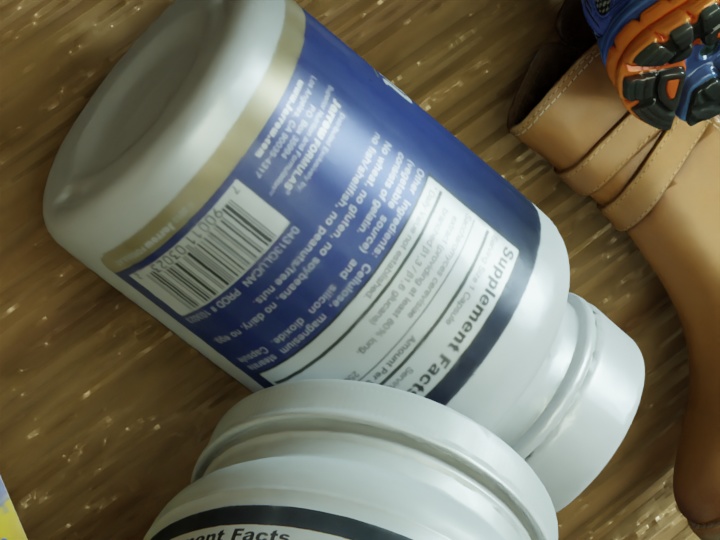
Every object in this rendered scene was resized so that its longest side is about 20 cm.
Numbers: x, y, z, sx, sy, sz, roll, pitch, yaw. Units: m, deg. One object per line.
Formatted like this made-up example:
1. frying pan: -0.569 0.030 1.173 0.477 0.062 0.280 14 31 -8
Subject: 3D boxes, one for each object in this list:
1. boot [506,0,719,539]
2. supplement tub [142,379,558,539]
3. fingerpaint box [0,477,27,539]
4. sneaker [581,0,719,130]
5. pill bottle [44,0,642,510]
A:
1. boot: 0.120 -0.016 0.987 0.155 0.077 0.201 29 81 -25
2. supplement tub: -0.019 0.149 0.832 0.140 0.140 0.201 38 48 -22
3. fingerpaint box: -0.179 0.143 0.877 0.166 0.073 0.201 -27 107 -18
4. sneaker: 0.159 -0.135 0.927 0.199 0.079 0.075 -30 147 -5
5. pill bottle: 0.000 0.000 0.912 0.200 0.111 0.111 39 80 -22
